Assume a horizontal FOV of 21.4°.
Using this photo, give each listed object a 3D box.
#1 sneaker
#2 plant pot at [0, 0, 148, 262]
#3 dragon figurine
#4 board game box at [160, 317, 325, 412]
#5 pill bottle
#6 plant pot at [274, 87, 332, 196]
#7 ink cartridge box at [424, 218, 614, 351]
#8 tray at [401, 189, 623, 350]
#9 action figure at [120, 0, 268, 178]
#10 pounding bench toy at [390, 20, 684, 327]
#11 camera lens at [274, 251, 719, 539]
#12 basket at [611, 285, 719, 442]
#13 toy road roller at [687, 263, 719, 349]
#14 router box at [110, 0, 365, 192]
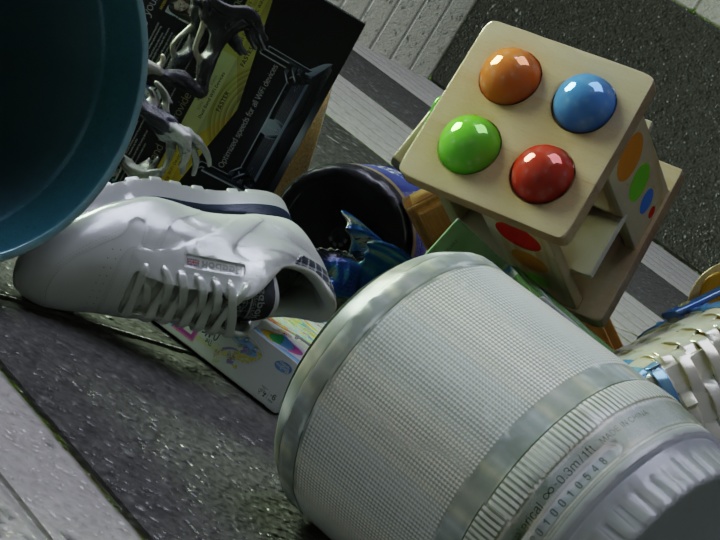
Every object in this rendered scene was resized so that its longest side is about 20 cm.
[{"bbox_3d":[-0.100,0.000,1.072,0.200,0.076,0.081,-6,50,-40],"label":"sneaker"},{"bbox_3d":[-0.247,-0.121,1.000,0.188,0.201,0.200,20,-1,45],"label":"plant pot"},{"bbox_3d":[0.000,0.000,1.300,0.200,0.099,0.059,48,-4,-39],"label":"dragon figurine"},{"bbox_3d":[-0.092,0.018,1.197,0.200,0.034,0.134,36,11,20],"label":"board game box"},{"bbox_3d":[0.009,-0.028,1.495,0.112,0.112,0.200,34,10,12],"label":"pill bottle"},{"bbox_3d":[-0.135,-0.145,1.522,0.199,0.187,0.186,15,13,-8],"label":"plant pot"},{"bbox_3d":[0.106,0.070,1.246,0.200,0.104,0.059,40,6,-26],"label":"ink cartridge box"},{"bbox_3d":[0.119,0.015,1.399,0.200,0.098,0.037,62,4,-16],"label":"tray"},{"bbox_3d":[-0.146,-0.100,1.254,0.102,0.200,0.119,54,-18,-21],"label":"action figure"},{"bbox_3d":[0.090,-0.080,1.267,0.200,0.124,0.156,24,-16,27],"label":"pounding bench toy"},{"bbox_3d":[0.069,0.099,0.930,0.200,0.160,0.160,38,12,31],"label":"camera lens"},{"bbox_3d":[0.234,0.093,1.185,0.199,0.177,0.139,-16,-3,-25],"label":"basket"},{"bbox_3d":[0.226,0.096,1.354,0.145,0.201,0.123,3,-15,15],"label":"toy road roller"},{"bbox_3d":[-0.113,-0.129,1.358,0.157,0.200,0.052,28,4,-26],"label":"router box"}]
